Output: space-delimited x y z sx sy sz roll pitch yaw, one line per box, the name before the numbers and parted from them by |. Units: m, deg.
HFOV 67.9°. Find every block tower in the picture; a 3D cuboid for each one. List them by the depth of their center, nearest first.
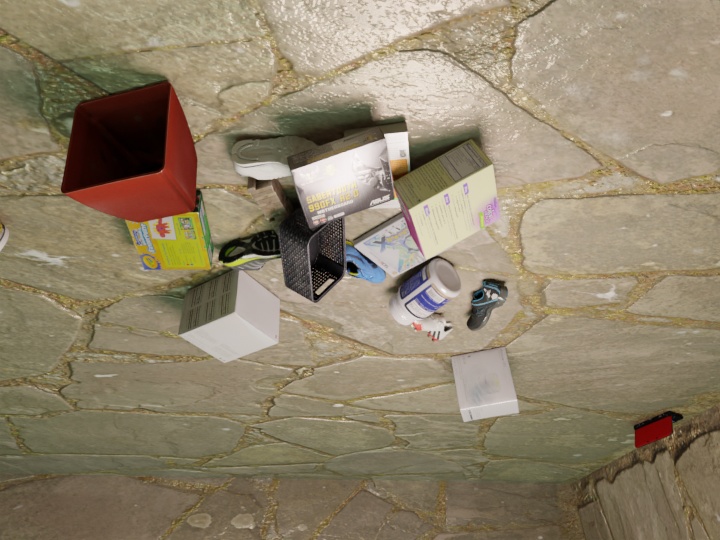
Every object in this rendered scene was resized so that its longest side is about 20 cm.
block tower | -0.189 -0.144 1.225 0.057 0.055 0.201 -14 142 12

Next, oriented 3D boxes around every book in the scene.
book | 0.043 -0.219 1.158 0.130 0.049 0.202 -5 142 5

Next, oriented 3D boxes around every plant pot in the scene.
plant pot | -0.414 -0.202 1.024 0.195 0.204 0.177 -10 153 8

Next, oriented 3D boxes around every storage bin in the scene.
storage bin | -0.110 -0.044 1.252 0.093 0.135 0.203 26 139 27

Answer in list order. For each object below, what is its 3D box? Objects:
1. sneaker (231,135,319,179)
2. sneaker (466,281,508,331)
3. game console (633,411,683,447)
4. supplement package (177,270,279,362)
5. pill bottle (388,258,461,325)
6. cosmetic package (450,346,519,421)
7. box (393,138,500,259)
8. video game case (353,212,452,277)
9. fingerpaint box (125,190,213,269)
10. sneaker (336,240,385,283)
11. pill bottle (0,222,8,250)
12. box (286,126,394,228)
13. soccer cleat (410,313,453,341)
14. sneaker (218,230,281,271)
sneaker | -0.167 -0.227 1.117 0.195 0.078 0.081 3 156 -4
sneaker | 0.361 0.102 1.601 0.080 0.074 0.202 21 133 -6
game console | 1.394 0.752 2.494 0.170 0.121 0.200 18 138 -26
supplement package | -0.358 0.129 1.483 0.197 0.149 0.191 -21 140 21
pill bottle | 0.174 0.065 1.481 0.114 0.118 0.199 22 136 -31
cosmetic package | 0.433 0.397 1.867 0.196 0.203 0.124 -12 143 10
box | 0.191 -0.152 1.171 0.197 0.098 0.177 -28 140 1
video game case | 0.112 -0.069 1.378 0.198 0.022 0.181 -28 137 27
fingerpaint box | -0.442 -0.092 1.250 0.163 0.074 0.202 -1 142 -6
sneaker | 0.000 0.000 1.412 0.065 0.080 0.199 -28 138 26
pill bottle | -0.882 -0.110 1.152 0.109 0.113 0.201 -15 142 14
box | -0.035 -0.187 1.091 0.196 0.049 0.160 -19 139 -4
soccer cleat | 0.217 0.160 1.656 0.084 0.070 0.199 -33 138 20
sneaker | -0.254 -0.043 1.347 0.196 0.075 0.081 -8 153 15
